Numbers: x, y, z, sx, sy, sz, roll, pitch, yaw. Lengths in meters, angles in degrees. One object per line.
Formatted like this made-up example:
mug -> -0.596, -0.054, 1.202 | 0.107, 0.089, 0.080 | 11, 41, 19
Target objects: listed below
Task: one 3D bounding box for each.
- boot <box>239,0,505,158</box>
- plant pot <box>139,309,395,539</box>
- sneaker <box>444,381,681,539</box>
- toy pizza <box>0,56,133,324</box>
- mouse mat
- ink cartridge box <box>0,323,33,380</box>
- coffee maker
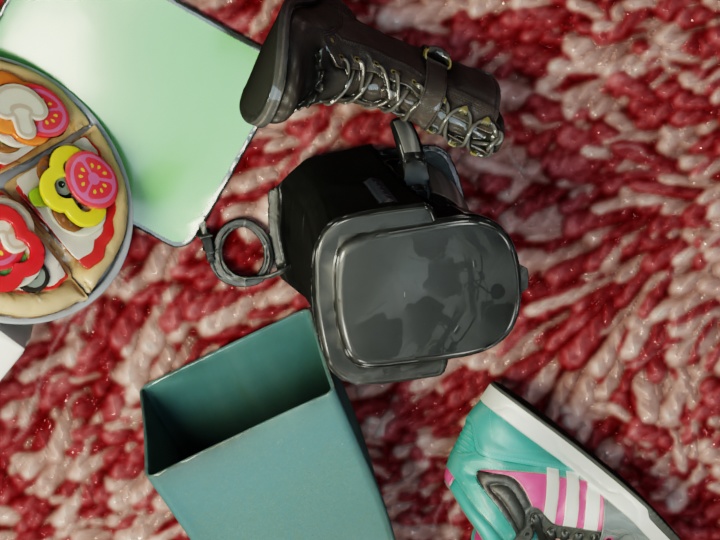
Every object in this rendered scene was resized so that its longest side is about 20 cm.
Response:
boot -> 0.018, -0.123, 1.190 | 0.174, 0.200, 0.069 | 26, 121, -5
plant pot -> -0.050, 0.163, 1.292 | 0.141, 0.141, 0.200 | -26, 114, 2
sneaker -> 0.141, 0.189, 1.341 | 0.200, 0.084, 0.121 | 38, 94, -7
toy pizza -> -0.238, -0.060, 1.185 | 0.200, 0.200, 0.032 | 38, 140, -14
mouse mat -> -0.173, -0.125, 1.261 | 0.200, 0.008, 0.161 | 28, 101, -14
ink cartridge box -> -0.345, 0.029, 1.215 | 0.200, 0.145, 0.147 | 39, 99, -15
coffee maker -> 0.000, 0.000, 1.212 | 0.192, 0.200, 0.135 | -29, 107, 1
